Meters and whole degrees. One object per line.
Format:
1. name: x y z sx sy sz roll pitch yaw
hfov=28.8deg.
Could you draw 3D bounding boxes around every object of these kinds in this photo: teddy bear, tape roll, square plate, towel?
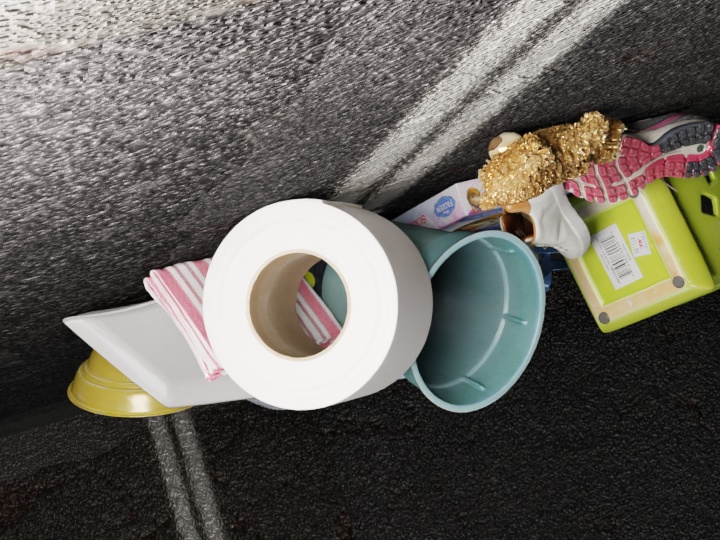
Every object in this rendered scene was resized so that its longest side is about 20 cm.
1. teddy bear: 0.185 -0.118 1.405 0.199 0.067 0.145 -22 -173 -32
2. tape roll: -0.040 0.033 1.399 0.201 0.204 0.139 -19 175 17
3. square plate: -0.226 0.095 1.683 0.197 0.029 0.200 -10 137 39
4. towel: -0.125 0.043 1.545 0.199 0.147 0.030 -12 146 -44

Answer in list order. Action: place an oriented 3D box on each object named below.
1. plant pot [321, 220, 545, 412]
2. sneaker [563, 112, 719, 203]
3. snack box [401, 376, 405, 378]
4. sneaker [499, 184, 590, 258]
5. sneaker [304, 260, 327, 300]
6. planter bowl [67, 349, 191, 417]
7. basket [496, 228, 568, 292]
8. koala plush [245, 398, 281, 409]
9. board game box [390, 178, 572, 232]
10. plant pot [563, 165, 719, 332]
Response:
1. plant pot: 0.070 0.034 1.581 0.199 0.202 0.195 -13 -160 -35
2. sneaker: 0.307 -0.129 1.567 0.198 0.081 0.075 -9 -155 -9
3. snack box: 0.030 0.091 1.897 0.167 0.068 0.200 -7 -166 -25
4. sneaker: 0.197 -0.054 1.584 0.085 0.073 0.200 -48 144 -5
5. sneaker: -0.108 0.027 1.663 0.198 0.066 0.079 -7 153 -9
6. planter bowl: -0.293 0.119 1.875 0.198 0.084 0.201 1 -162 0
7. basket: 0.246 -0.019 2.071 0.198 0.140 0.176 -6 171 -14
8. koala plush: -0.158 0.073 1.815 0.198 0.186 0.177 3 -176 18
9. board game box: 0.150 -0.078 1.712 0.199 0.041 0.199 -15 174 -30
10. plant pot: 0.356 -0.044 1.729 0.198 0.201 0.181 -27 179 42
